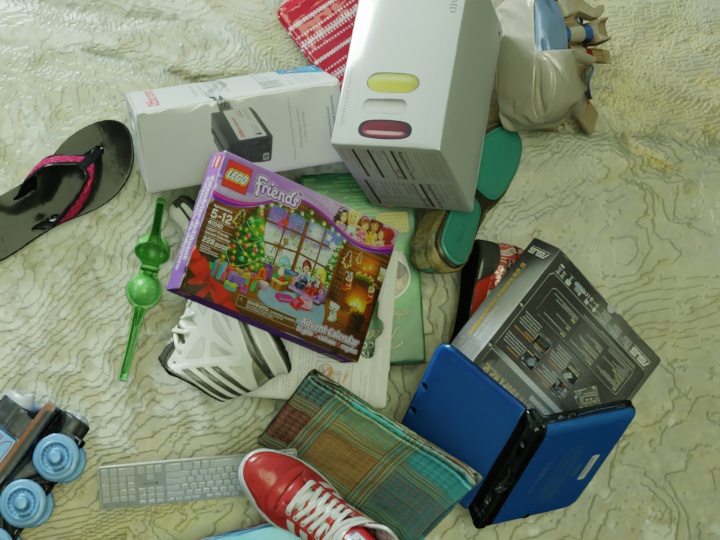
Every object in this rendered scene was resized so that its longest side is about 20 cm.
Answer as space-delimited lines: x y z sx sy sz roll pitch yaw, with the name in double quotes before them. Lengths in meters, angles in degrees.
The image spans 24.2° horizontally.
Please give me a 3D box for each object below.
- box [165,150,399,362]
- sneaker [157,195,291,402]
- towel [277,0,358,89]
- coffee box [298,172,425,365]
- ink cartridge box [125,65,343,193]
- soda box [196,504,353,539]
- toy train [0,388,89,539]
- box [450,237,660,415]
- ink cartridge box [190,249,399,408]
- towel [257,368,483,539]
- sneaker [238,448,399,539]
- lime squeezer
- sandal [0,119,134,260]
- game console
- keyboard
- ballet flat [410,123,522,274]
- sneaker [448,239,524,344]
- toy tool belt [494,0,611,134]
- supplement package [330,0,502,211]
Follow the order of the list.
"box" -0.071 -0.011 1.590 0.199 0.039 0.138 23 77 -25
"sneaker" -0.160 0.036 1.627 0.115 0.076 0.202 -29 90 0
"towel" 0.022 -0.229 1.755 0.144 0.022 0.201 -37 93 -12
"coffee box" 0.000 0.000 1.720 0.122 0.044 0.202 -5 86 -7
"ink cartridge box" -0.124 -0.142 1.656 0.198 0.145 0.085 -10 105 -9
"soda box" -0.099 0.288 1.671 0.198 0.064 0.069 -13 87 -10
"toy train" -0.351 0.207 1.632 0.114 0.087 0.201 35 81 2
"box" 0.194 0.090 1.693 0.159 0.048 0.200 -51 123 -6
"ink cartridge box" -0.066 0.049 1.682 0.198 0.050 0.163 5 89 1
"towel" 0.006 0.189 1.664 0.199 0.147 0.022 33 47 -4
"sneaker" -0.031 0.242 1.595 0.200 0.112 0.071 41 80 -3
"lime squeezer" -0.211 0.010 1.680 0.037 0.071 0.202 7 114 -20
"sandal" -0.307 -0.077 1.680 0.199 0.045 0.075 -37 91 -10
"game console" 0.148 0.154 1.651 0.169 0.201 0.119 -9 59 -22
"keyboard" -0.162 0.208 1.678 0.198 0.057 0.011 -5 41 -9
"ballet flat" 0.103 -0.074 1.726 0.070 0.071 0.201 32 55 -5
"sneaker" 0.147 0.076 1.724 0.107 0.067 0.203 12 90 -17
"toy tool belt" 0.200 -0.243 1.749 0.122 0.124 0.202 -2 88 -41
"supplement package" 0.059 -0.181 1.638 0.110 0.156 0.202 5 72 17
